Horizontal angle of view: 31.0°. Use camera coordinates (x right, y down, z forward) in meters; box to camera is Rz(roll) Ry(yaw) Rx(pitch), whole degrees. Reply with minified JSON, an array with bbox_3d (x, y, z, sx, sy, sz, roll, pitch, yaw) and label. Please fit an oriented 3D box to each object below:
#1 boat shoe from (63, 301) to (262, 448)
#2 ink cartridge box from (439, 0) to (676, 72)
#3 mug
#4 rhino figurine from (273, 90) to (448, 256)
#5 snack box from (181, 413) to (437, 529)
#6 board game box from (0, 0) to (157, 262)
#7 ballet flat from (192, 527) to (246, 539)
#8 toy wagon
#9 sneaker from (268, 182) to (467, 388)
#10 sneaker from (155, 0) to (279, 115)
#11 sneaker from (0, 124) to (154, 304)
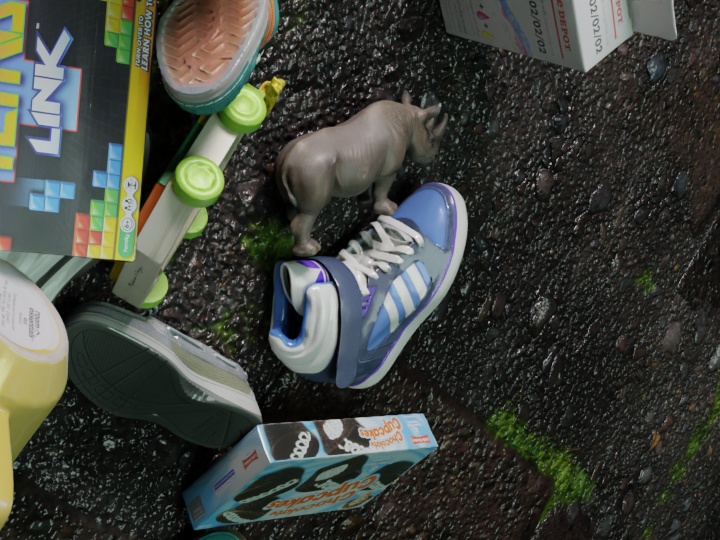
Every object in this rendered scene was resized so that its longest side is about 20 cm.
[{"bbox_3d":[-0.150,0.072,0.981,0.074,0.065,0.201,-33,138,22],"label":"boat shoe"},{"bbox_3d":[0.147,-0.234,1.031,0.068,0.199,0.116,-39,131,-25],"label":"ink cartridge box"},{"bbox_3d":[-0.243,0.084,0.765,0.153,0.187,0.149,-42,166,14],"label":"mug"},{"bbox_3d":[0.007,-0.092,1.061,0.199,0.059,0.088,-30,125,-35],"label":"rhino figurine"},{"bbox_3d":[-0.040,0.169,1.104,0.198,0.037,0.116,2,144,-45],"label":"snack box"},{"bbox_3d":[-0.211,-0.112,0.782,0.164,0.056,0.203,4,91,-35],"label":"board game box"},{"bbox_3d":[-0.162,0.300,1.074,0.201,0.067,0.073,-50,157,-15],"label":"ballet flat"},{"bbox_3d":[-0.111,-0.066,0.905,0.155,0.039,0.201,-51,-169,53],"label":"toy wagon"},{"bbox_3d":[0.000,0.000,1.078,0.146,0.080,0.202,27,94,-52],"label":"sneaker"},{"bbox_3d":[-0.086,-0.160,0.867,0.080,0.070,0.202,78,13,-45],"label":"sneaker"},{"bbox_3d":[-0.223,-0.042,0.840,0.201,0.075,0.115,-54,138,-8],"label":"sneaker"}]
